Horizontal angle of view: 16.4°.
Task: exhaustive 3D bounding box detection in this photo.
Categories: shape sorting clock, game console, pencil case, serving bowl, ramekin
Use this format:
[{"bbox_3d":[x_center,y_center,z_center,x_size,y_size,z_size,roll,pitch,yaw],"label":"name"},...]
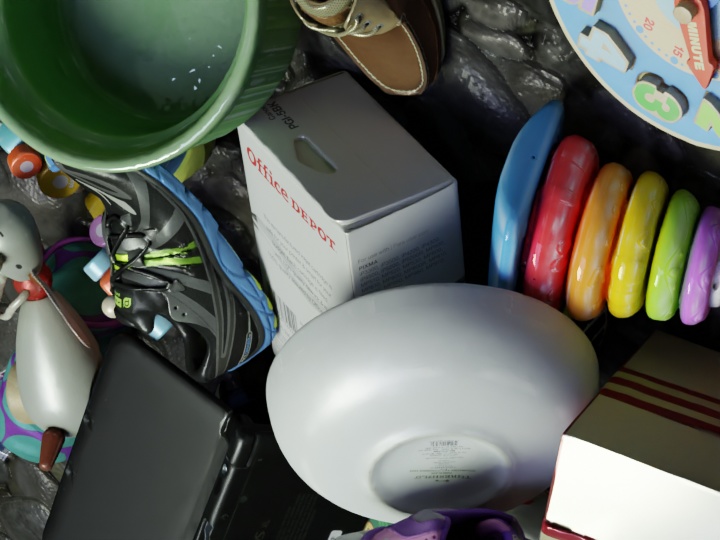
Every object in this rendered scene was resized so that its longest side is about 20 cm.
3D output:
[{"bbox_3d":[0.181,-0.148,1.344,0.199,0.039,0.201,22,137,22],"label":"shape sorting clock"},{"bbox_3d":[-0.098,0.154,1.688,0.117,0.175,0.201,61,138,47],"label":"game console"},{"bbox_3d":[-0.221,0.061,1.834,0.092,0.085,0.200,33,140,6],"label":"pencil case"},{"bbox_3d":[0.044,0.093,1.462,0.199,0.066,0.201,-2,141,-2],"label":"serving bowl"},{"bbox_3d":[-0.130,-0.161,1.481,0.199,0.098,0.201,3,97,22],"label":"ramekin"}]

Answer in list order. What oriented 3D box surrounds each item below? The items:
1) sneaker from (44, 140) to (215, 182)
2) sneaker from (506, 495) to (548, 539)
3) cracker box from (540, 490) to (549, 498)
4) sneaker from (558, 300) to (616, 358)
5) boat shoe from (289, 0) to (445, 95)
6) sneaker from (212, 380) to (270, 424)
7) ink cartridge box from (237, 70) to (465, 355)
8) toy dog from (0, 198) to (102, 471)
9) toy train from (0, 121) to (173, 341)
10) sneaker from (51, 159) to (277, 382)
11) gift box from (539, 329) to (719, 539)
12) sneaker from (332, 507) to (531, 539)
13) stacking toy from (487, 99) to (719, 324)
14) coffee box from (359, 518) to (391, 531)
[{"bbox_3d":[-0.177,-0.128,1.603,0.200,0.105,0.076,51,142,-14],"label":"sneaker"},{"bbox_3d":[0.168,0.179,1.629,0.199,0.071,0.094,27,136,-6],"label":"sneaker"},{"bbox_3d":[0.120,0.226,1.733,0.200,0.058,0.134,43,141,-4],"label":"cracker box"},{"bbox_3d":[0.099,0.059,1.583,0.081,0.074,0.200,36,140,11],"label":"sneaker"},{"bbox_3d":[-0.015,-0.169,1.433,0.075,0.074,0.200,-2,138,31],"label":"boat shoe"},{"bbox_3d":[-0.096,0.127,1.804,0.199,0.080,0.116,29,104,55],"label":"sneaker"},{"bbox_3d":[0.000,0.000,1.553,0.147,0.083,0.201,48,154,44],"label":"ink cartridge box"},{"bbox_3d":[-0.223,0.056,1.690,0.131,0.097,0.200,-20,124,35],"label":"toy dog"},{"bbox_3d":[-0.178,-0.049,1.672,0.056,0.150,0.200,-44,90,15],"label":"toy train"},{"bbox_3d":[-0.130,-0.008,1.571,0.200,0.083,0.071,54,165,-28],"label":"sneaker"},{"bbox_3d":[0.223,0.148,1.475,0.186,0.200,0.185,21,125,20],"label":"gift box"},{"bbox_3d":[0.071,0.177,1.472,0.088,0.200,0.081,-34,64,28],"label":"sneaker"},{"bbox_3d":[0.178,-0.010,1.446,0.199,0.116,0.110,13,142,10],"label":"stacking toy"},{"bbox_3d":[-0.014,0.177,1.755,0.200,0.044,0.124,-43,50,50],"label":"coffee box"}]
